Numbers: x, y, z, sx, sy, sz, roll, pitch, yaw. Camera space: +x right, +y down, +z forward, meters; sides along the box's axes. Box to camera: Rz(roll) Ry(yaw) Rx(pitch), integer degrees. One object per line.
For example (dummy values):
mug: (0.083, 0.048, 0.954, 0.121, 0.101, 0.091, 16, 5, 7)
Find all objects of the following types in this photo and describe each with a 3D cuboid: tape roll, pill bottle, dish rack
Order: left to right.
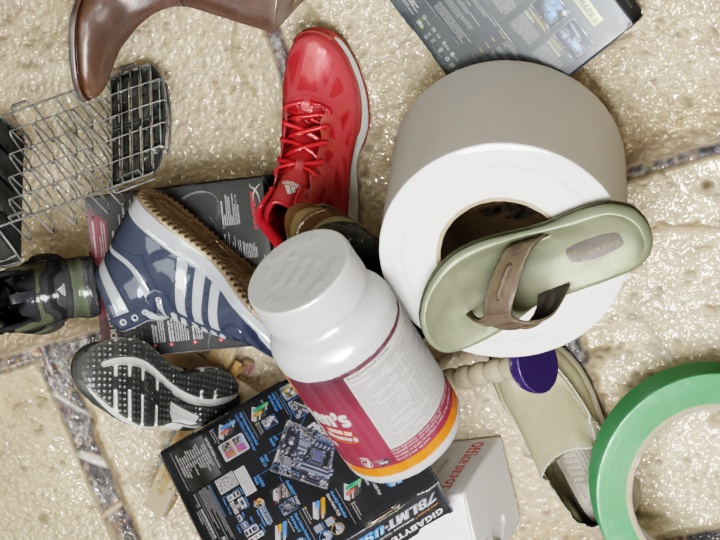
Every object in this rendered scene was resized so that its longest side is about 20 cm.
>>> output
dish rack: (-0.254, -0.101, 1.710, 0.198, 0.154, 0.055, -18, 141, 14)
pill bottle: (-0.006, 0.068, 1.534, 0.109, 0.110, 0.201, -16, 129, 22)
tape roll: (0.118, -0.050, 1.563, 0.200, 0.140, 0.204, 3, 124, 5)
tape roll: (0.294, 0.180, 1.620, 0.198, 0.048, 0.203, 0, 100, -2)

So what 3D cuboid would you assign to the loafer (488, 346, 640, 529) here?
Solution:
loafer: (0.177, 0.141, 1.671, 0.075, 0.068, 0.201, -34, 93, 24)

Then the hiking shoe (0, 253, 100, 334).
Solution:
hiking shoe: (-0.311, 0.021, 1.744, 0.200, 0.100, 0.077, -16, 79, 61)

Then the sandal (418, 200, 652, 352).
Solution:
sandal: (0.130, 0.007, 1.480, 0.200, 0.058, 0.080, -26, 117, 22)

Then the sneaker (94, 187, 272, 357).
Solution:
sneaker: (-0.141, 0.033, 1.646, 0.200, 0.070, 0.109, 42, 109, 10)

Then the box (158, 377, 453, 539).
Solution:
box: (-0.050, 0.180, 1.637, 0.197, 0.200, 0.050, -30, 134, -5)

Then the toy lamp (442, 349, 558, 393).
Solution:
toy lamp: (0.083, 0.095, 1.664, 0.199, 0.058, 0.059, -12, 103, 47)

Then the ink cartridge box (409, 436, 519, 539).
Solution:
ink cartridge box: (0.026, 0.218, 1.703, 0.198, 0.145, 0.085, -8, 103, 20)

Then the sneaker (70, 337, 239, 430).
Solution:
sneaker: (-0.193, 0.108, 1.687, 0.079, 0.200, 0.075, -3, 73, 33)

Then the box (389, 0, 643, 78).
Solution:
box: (0.113, -0.240, 1.588, 0.157, 0.051, 0.201, -38, 92, 27)

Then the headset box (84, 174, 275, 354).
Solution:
headset box: (-0.156, -0.003, 1.724, 0.198, 0.075, 0.150, -6, 92, 20)

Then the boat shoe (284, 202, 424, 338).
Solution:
boat shoe: (0.000, 0.000, 1.630, 0.076, 0.200, 0.074, -44, 50, -3)

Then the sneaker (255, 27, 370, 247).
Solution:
sneaker: (-0.042, -0.101, 1.646, 0.078, 0.116, 0.202, -1, 105, 19)

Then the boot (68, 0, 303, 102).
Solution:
boot: (-0.146, -0.223, 1.666, 0.198, 0.064, 0.188, 12, 97, 11)

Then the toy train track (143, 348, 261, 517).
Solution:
toy train track: (-0.149, 0.136, 1.790, 0.114, 0.032, 0.201, 29, 103, 20)
